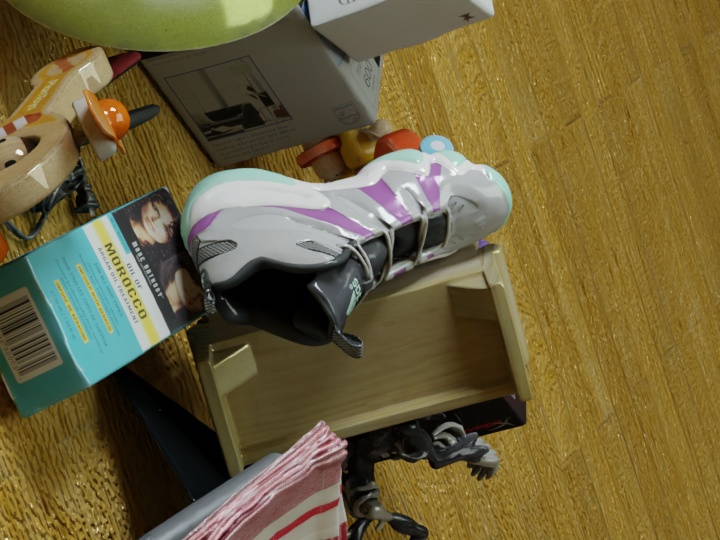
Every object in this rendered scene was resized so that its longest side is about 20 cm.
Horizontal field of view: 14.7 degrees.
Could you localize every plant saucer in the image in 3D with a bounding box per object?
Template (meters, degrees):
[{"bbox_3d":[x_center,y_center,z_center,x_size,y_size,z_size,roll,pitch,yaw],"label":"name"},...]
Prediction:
[{"bbox_3d":[-0.124,-0.201,1.648,0.200,0.200,0.031,-79,176,-49],"label":"plant saucer"}]

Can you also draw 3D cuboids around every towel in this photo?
[{"bbox_3d":[-0.058,0.192,1.542,0.144,0.023,0.200,-39,146,-30],"label":"towel"}]

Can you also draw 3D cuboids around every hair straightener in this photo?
[{"bbox_3d":[-0.167,-0.067,1.647,0.077,0.041,0.200,68,23,-12],"label":"hair straightener"}]

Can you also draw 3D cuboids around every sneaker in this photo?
[{"bbox_3d":[0.000,0.000,1.635,0.140,0.200,0.078,-105,-171,-51],"label":"sneaker"}]

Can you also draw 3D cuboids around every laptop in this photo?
[{"bbox_3d":[-0.101,0.182,1.666,0.187,0.116,0.200,41,65,-53],"label":"laptop"}]

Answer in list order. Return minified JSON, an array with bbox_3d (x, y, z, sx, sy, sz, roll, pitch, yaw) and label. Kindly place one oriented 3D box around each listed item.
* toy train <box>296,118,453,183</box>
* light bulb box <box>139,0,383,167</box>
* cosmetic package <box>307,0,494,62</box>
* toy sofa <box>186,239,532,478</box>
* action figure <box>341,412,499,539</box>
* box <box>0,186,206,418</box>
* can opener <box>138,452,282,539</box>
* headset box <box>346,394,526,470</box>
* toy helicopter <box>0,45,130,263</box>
[{"bbox_3d":[-0.001,-0.035,1.879,0.150,0.056,0.200,52,-33,28],"label":"toy train"},{"bbox_3d":[-0.079,-0.214,1.849,0.200,0.125,0.198,55,29,-41],"label":"light bulb box"},{"bbox_3d":[0.015,-0.247,1.795,0.071,0.101,0.200,31,46,-58],"label":"cosmetic package"},{"bbox_3d":[0.000,0.050,1.704,0.098,0.200,0.083,-103,178,-69],"label":"toy sofa"},{"bbox_3d":[0.017,0.124,1.803,0.102,0.119,0.200,-15,117,-52],"label":"action figure"},{"bbox_3d":[-0.151,0.015,1.604,0.082,0.049,0.200,64,23,-4],"label":"box"},{"bbox_3d":[-0.101,0.168,1.532,0.200,0.053,0.067,-35,150,-35],"label":"can opener"},{"bbox_3d":[0.003,0.039,1.838,0.200,0.148,0.075,52,31,-45],"label":"headset box"},{"bbox_3d":[-0.172,-0.077,1.513,0.079,0.132,0.200,61,25,-20],"label":"toy helicopter"}]
